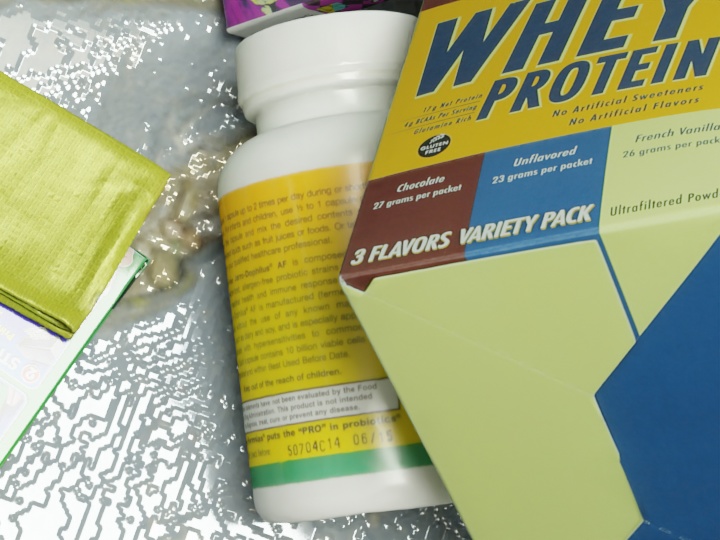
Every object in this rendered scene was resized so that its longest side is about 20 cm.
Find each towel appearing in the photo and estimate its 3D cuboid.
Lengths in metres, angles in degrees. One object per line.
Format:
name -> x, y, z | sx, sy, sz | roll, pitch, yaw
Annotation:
towel -> -0.183, -0.057, 0.706 | 0.200, 0.018, 0.086 | 31, 75, -8

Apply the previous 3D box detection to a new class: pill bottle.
pill bottle -> 0.000, 0.000, 0.723 | 0.113, 0.113, 0.200 | -5, 82, -15

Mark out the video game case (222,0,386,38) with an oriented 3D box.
video game case -> 0.007, -0.218, 0.739 | 0.036, 0.181, 0.200 | 1, 78, -58

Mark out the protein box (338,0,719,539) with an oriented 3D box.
protein box -> 0.107, -0.002, 0.654 | 0.200, 0.135, 0.199 | -74, 146, -47

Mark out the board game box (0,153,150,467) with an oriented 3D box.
board game box -> -0.208, -0.007, 0.715 | 0.200, 0.029, 0.135 | 36, 75, -6
